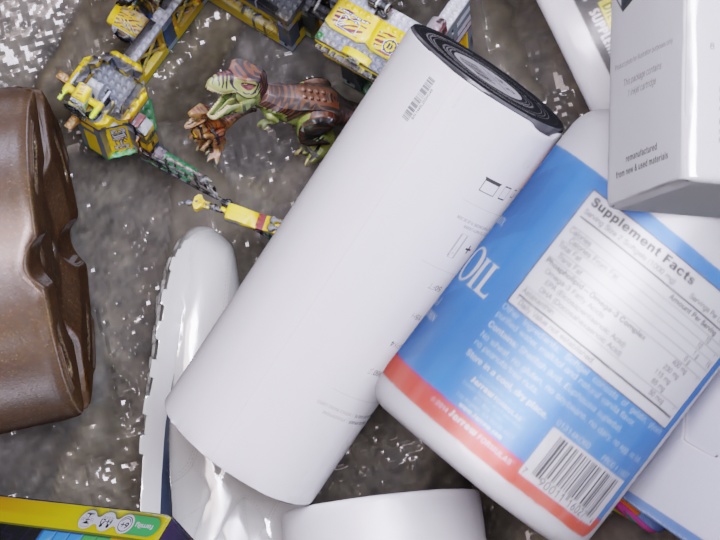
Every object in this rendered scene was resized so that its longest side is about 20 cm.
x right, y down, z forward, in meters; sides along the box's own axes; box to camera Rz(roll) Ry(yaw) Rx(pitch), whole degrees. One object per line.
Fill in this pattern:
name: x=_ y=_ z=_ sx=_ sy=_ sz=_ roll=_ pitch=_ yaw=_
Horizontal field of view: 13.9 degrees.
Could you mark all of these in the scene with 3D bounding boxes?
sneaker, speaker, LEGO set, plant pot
sneaker: x=-0.062 y=0.081 z=1.355 sx=0.080 sy=0.076 sz=0.202 roll=1 pitch=88 yaw=0
speaker: x=0.000 y=0.000 z=1.260 sx=0.081 sy=0.081 sz=0.201 roll=37 pitch=103 yaw=13
LEGO set: x=-0.041 y=-0.092 z=1.327 sx=0.200 sy=0.116 sz=0.154 roll=39 pitch=76 yaw=17
plant pot: x=-0.229 y=0.006 z=1.336 sx=0.197 sy=0.200 sz=0.202 roll=-8 pitch=82 yaw=3

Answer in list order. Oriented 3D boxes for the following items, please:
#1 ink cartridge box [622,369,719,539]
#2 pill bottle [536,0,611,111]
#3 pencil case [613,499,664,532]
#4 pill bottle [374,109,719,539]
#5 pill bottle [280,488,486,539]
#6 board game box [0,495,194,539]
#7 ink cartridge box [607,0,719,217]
ink cartridge box: x=0.222 y=0.124 z=1.229 sx=0.199 sy=0.136 sz=0.077 roll=30 pitch=91 yaw=-20
pill bottle: x=0.179 y=-0.139 z=1.306 sx=0.199 sy=0.111 sz=0.112 roll=-27 pitch=79 yaw=6
pencil case: x=0.151 y=0.022 z=1.306 sx=0.088 sy=0.088 sz=0.200 roll=37 pitch=89 yaw=13
pill bottle: x=0.106 y=0.005 z=1.220 sx=0.112 sy=0.112 sz=0.200 roll=38 pitch=90 yaw=13
pill bottle: x=0.021 y=0.201 z=1.292 sx=0.119 sy=0.120 sz=0.202 roll=-8 pitch=82 yaw=10
board game box: x=-0.174 y=0.179 z=1.286 sx=0.199 sy=0.057 sz=0.166 roll=1 pitch=50 yaw=43
ink cartridge box: x=0.176 y=-0.122 z=1.141 sx=0.144 sy=0.084 sz=0.202 roll=4 pitch=82 yaw=-17
